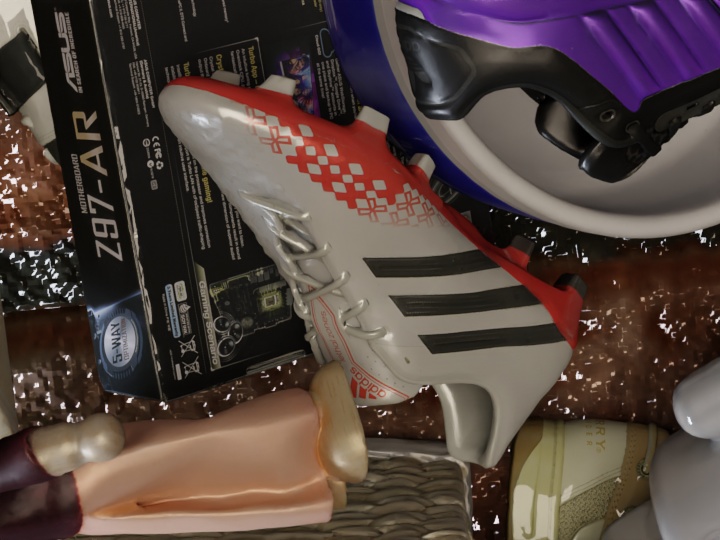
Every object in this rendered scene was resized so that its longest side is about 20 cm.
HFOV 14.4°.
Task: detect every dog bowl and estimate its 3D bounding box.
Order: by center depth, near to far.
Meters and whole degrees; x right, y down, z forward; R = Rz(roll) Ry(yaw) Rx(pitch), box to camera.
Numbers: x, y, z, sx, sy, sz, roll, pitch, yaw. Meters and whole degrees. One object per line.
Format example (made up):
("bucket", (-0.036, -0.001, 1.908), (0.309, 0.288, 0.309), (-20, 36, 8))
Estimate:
("dog bowl", (0.089, -0.114, 1.025), (0.200, 0.079, 0.200), (-3, 97, -22))

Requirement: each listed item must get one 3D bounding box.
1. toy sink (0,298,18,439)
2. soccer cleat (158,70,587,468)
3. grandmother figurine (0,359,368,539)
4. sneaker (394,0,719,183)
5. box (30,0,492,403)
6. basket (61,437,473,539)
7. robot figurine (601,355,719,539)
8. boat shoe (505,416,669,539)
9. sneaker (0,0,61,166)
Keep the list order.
("toy sink", (-0.210, -0.010, 1.047), (0.130, 0.200, 0.112), (-23, 131, 4))
("soccer cleat", (0.000, 0.000, 1.006), (0.200, 0.069, 0.085), (35, 76, -37))
("grandmother figurine", (-0.100, 0.074, 0.969), (0.200, 0.121, 0.061), (-11, 65, -14))
("sneaker", (0.101, -0.079, 0.961), (0.200, 0.070, 0.100), (1, 104, -20))
("box", (-0.035, -0.069, 1.041), (0.160, 0.044, 0.200), (-18, 104, -34))
("basket", (-0.051, 0.179, 1.076), (0.198, 0.161, 0.200), (0, 103, -2))
("robot figurine", (0.183, 0.082, 1.015), (0.200, 0.113, 0.170), (-33, 121, 18))
("boat shoe", (0.087, 0.157, 1.120), (0.063, 0.073, 0.201), (1, 94, 3))
("sneaker", (-0.118, -0.090, 1.071), (0.088, 0.074, 0.200), (-8, 100, 16))
